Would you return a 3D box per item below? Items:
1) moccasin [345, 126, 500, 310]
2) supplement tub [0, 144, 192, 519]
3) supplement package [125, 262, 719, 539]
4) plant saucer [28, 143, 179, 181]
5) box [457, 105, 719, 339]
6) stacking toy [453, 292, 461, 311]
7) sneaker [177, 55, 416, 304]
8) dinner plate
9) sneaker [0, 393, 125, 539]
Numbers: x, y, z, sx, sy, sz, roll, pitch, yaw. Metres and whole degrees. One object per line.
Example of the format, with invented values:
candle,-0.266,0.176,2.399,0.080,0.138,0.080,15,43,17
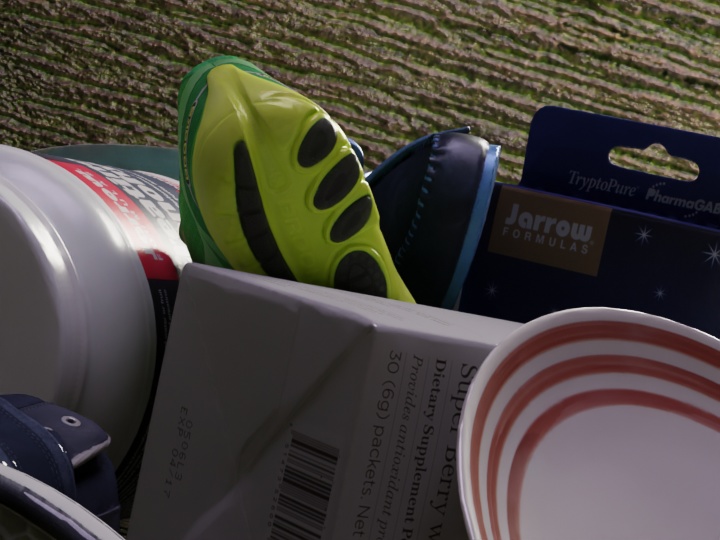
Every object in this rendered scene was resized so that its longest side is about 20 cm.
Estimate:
moccasin,0.000,0.000,0.935,0.068,0.081,0.200,22,-27,-5
supplement tub,-0.123,0.027,0.883,0.140,0.141,0.200,13,2,18
supplement package,0.042,0.078,0.777,0.199,0.122,0.120,10,3,-34
plant saucer,-0.073,-0.010,1.089,0.199,0.028,0.200,7,-17,2
box,0.089,0.042,0.915,0.121,0.201,0.032,14,4,36
stacking toy,0.118,0.023,0.983,0.199,0.147,0.146,14,3,25
sneaker,-0.018,0.006,0.853,0.074,0.201,0.084,-20,39,-9
dinner plate,0.106,0.095,0.675,0.199,0.024,0.201,26,37,-21
sneaker,-0.087,0.078,0.629,0.201,0.077,0.146,13,5,35
